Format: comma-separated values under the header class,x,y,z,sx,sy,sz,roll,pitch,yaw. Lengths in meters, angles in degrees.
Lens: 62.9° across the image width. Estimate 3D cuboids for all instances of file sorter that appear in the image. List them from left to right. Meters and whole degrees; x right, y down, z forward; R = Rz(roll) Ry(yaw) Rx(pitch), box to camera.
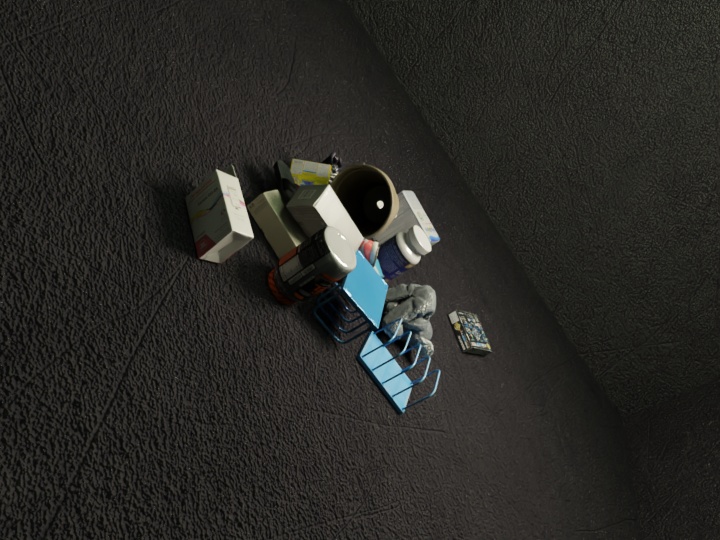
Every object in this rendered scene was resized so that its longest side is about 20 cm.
class,x,y,z,sx,sy,sz,roll,pitch,yaw
file sorter,-0.026,0.072,1.543,0.139,0.122,0.201,49,27,-18
file sorter,0.110,0.253,1.602,0.201,0.122,0.139,53,26,-9

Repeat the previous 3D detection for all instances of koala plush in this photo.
class,x,y,z,sx,sy,sz,roll,pitch,yaw
koala plush,0.160,0.157,1.763,0.178,0.182,0.201,-110,177,-55

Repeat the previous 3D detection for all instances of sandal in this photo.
class,x,y,z,sx,sy,sz,roll,pitch,yaw
sandal,-0.178,-0.214,1.548,0.075,0.048,0.202,20,43,-57

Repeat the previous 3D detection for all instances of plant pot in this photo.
class,x,y,z,sx,sy,sz,roll,pitch,yaw
plant pot,0.027,-0.189,1.649,0.202,0.199,0.173,61,22,7

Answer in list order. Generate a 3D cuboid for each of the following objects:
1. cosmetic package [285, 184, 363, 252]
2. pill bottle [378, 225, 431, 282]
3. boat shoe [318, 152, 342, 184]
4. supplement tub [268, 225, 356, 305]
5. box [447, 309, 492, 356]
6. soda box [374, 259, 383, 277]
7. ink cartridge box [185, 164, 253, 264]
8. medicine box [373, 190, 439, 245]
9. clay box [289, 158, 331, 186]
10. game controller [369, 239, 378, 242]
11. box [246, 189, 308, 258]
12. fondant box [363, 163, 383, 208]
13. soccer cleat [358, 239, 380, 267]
class,x,y,z,sx,sy,sz,roll,pitch,yaw
cosmetic package,-0.088,-0.121,1.504,0.091,0.106,0.201,-58,132,-31
pill bottle,0.118,-0.052,1.861,0.116,0.199,0.117,40,31,-30
boat shoe,-0.107,-0.270,1.712,0.074,0.092,0.201,38,36,-25
supplement tub,-0.118,-0.006,1.395,0.122,0.199,0.123,41,31,-31
box,0.421,0.240,2.251,0.199,0.046,0.160,17,47,-54
soda box,-0.018,-0.017,1.738,0.199,0.064,0.068,22,42,-49
ink cartridge box,-0.315,-0.133,1.283,0.067,0.116,0.202,18,45,-52
medicine box,0.140,-0.141,2.016,0.202,0.181,0.103,61,27,7
clay box,-0.150,-0.207,1.621,0.113,0.048,0.202,9,64,-2
game controller,0.003,-0.094,1.754,0.105,0.042,0.200,53,15,6
box,-0.200,-0.103,1.507,0.201,0.068,0.082,59,25,1
fondant box,0.009,-0.221,1.911,0.058,0.144,0.201,-31,89,-43
soccer cleat,0.000,0.000,1.660,0.072,0.202,0.068,17,34,3
